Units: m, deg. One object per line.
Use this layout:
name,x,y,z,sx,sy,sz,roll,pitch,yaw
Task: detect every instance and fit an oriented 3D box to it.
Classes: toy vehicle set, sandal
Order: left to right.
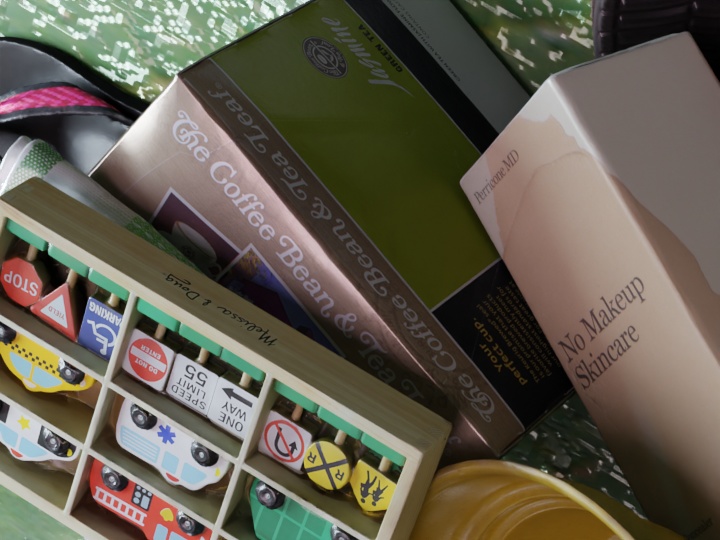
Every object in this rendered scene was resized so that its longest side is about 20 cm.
sandal,-0.137,-0.059,1.347,0.199,0.045,0.075,20,118,23
toy vehicle set,-0.070,0.063,1.096,0.199,0.026,0.125,30,124,16

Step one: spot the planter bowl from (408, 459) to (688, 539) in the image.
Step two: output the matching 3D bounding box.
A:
planter bowl,0.097,0.159,1.080,0.200,0.083,0.202,21,118,44

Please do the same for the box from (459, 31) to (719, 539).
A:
box,0.132,0.017,1.113,0.201,0.077,0.095,60,146,16

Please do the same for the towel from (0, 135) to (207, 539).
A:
towel,-0.093,0.058,1.138,0.200,0.031,0.149,41,129,11

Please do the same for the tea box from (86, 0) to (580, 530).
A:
tea box,0.000,0.000,1.195,0.200,0.197,0.134,50,126,5

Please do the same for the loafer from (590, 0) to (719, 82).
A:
loafer,0.130,-0.159,1.144,0.073,0.071,0.201,-1,123,-6
